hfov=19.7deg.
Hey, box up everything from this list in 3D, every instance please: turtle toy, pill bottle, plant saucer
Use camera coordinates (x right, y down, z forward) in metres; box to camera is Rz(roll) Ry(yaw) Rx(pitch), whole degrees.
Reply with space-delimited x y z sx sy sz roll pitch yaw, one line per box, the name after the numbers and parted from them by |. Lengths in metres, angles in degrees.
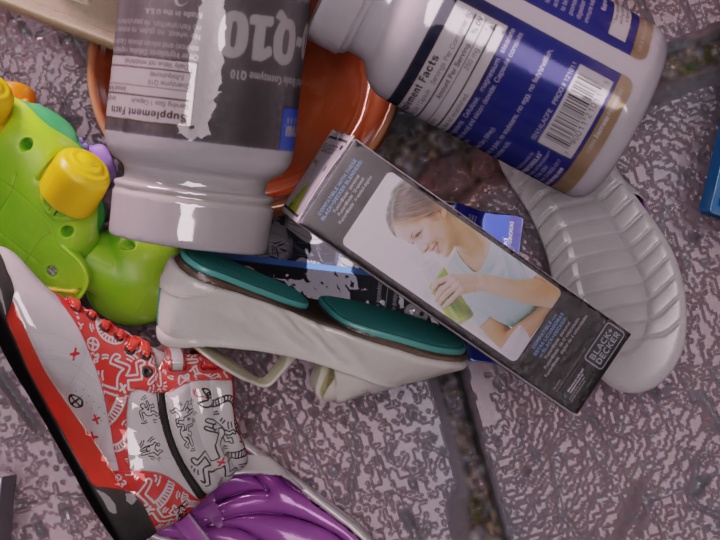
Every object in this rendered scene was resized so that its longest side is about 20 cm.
-0.199 -0.034 1.284 0.200 0.101 0.146 38 117 1 | turtle toy
-0.089 -0.115 1.205 0.113 0.114 0.202 6 94 -1 | pill bottle
0.073 -0.137 1.240 0.199 0.116 0.116 28 86 -5 | pill bottle
-0.072 -0.125 1.309 0.198 0.032 0.202 0 69 -1 | plant saucer

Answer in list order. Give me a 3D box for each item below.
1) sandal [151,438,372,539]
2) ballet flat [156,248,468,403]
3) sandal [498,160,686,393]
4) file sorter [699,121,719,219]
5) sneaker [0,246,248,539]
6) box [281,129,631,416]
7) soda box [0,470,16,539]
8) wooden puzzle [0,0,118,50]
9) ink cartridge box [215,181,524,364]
-0.078 0.148 1.297 0.201 0.050 0.083 23 86 1 | sandal
-0.033 0.043 1.236 0.199 0.069 0.070 18 86 -22 | ballet flat
0.154 -0.021 1.317 0.082 0.050 0.204 -27 75 19 | sandal
0.317 -0.113 1.269 0.138 0.122 0.202 16 87 -25 | file sorter
-0.145 0.055 1.240 0.107 0.067 0.202 -30 98 -16 | sneaker
0.053 -0.001 1.222 0.199 0.117 0.060 35 91 -10 | box
-0.257 0.224 1.287 0.063 0.068 0.202 5 86 -1 | soda box
-0.127 -0.225 1.301 0.198 0.046 0.187 19 71 4 | wooden puzzle
0.000 0.000 1.308 0.198 0.039 0.100 5 86 7 | ink cartridge box
